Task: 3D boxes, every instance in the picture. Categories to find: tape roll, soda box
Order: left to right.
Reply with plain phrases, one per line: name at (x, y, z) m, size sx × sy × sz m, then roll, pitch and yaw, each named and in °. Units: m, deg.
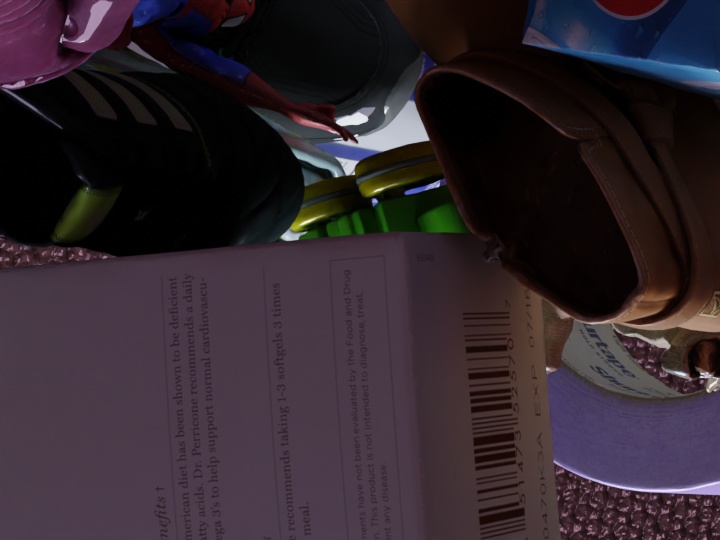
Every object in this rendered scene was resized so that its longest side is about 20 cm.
tape roll at (0.127, -0.017, 1.075) m, size 0.199 × 0.201 × 0.066 m, roll 12°, pitch -178°, yaw 35°
soda box at (0.133, -0.078, 0.843) m, size 0.068 × 0.065 × 0.200 m, roll 12°, pitch -177°, yaw 37°

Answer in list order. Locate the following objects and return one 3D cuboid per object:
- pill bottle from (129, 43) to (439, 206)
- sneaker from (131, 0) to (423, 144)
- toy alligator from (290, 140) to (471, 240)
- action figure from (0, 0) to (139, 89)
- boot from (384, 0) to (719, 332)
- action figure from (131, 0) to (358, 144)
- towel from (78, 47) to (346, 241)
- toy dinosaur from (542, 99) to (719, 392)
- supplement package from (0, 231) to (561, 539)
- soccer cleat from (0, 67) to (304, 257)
pill bottle at (-0.019, -0.095, 1.329) m, size 0.199 × 0.120 × 0.119 m, roll 10°, pitch -178°, yaw -34°
sneaker at (-0.068, -0.107, 1.091) m, size 0.199 × 0.076 × 0.079 m, roll 27°, pitch -179°, yaw 26°
toy alligator at (0.000, 0.000, 0.983) m, size 0.054 × 0.060 × 0.200 m, roll -11°, pitch 172°, yaw -39°
action figure at (-0.101, -0.085, 0.752) m, size 0.133 × 0.150 × 0.200 m, roll 5°, pitch 166°, yaw 21°
boot at (0.050, -0.058, 0.871) m, size 0.200 × 0.074 × 0.154 m, roll 40°, pitch -157°, yaw 20°
action figure at (-0.045, -0.092, 0.953) m, size 0.099 × 0.066 × 0.200 m, roll 20°, pitch -177°, yaw 8°
towel at (-0.117, -0.072, 1.020) m, size 0.171 × 0.048 × 0.200 m, roll 33°, pitch -172°, yaw 39°
toy dinosaur at (0.111, -0.028, 0.999) m, size 0.135 × 0.201 × 0.086 m, roll -6°, pitch 146°, yaw 24°
supplement package at (-0.051, 0.054, 0.874) m, size 0.199 × 0.118 × 0.117 m, roll -5°, pitch 178°, yaw 23°
soccer cleat at (-0.086, -0.031, 0.873) m, size 0.199 × 0.068 × 0.081 m, roll 20°, pitch -157°, yaw -44°
